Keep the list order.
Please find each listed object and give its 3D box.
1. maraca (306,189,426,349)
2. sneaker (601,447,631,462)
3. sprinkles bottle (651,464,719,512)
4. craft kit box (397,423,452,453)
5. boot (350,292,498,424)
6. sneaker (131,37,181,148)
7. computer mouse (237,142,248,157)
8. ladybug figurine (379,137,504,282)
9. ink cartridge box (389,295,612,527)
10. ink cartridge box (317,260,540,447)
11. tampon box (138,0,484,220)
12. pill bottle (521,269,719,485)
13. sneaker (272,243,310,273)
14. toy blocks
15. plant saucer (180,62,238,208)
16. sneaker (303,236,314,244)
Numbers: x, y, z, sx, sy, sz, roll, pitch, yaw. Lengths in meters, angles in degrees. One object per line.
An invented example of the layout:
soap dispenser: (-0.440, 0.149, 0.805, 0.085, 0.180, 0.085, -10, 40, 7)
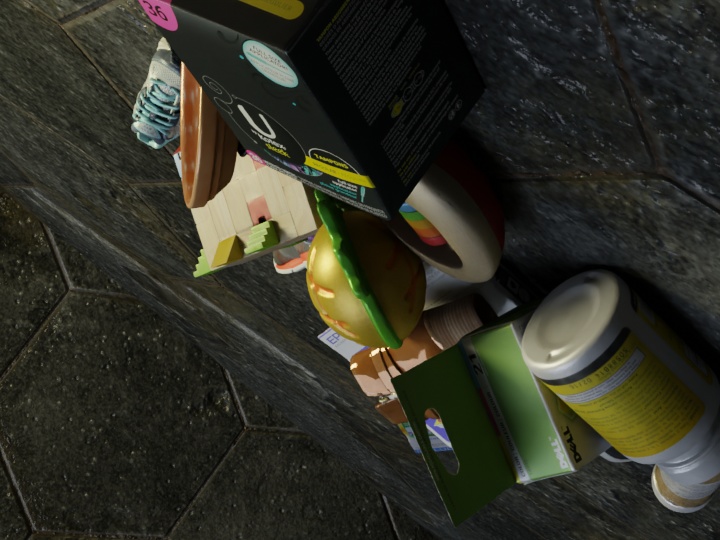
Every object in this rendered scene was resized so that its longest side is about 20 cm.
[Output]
maraca: (0.000, 0.000, 1.232, 0.137, 0.107, 0.200, 65, -176, 26)
sneaker: (0.279, 0.149, 1.357, 0.099, 0.071, 0.200, -6, 157, 38)
sprinkles bottle: (0.338, 0.194, 1.367, 0.068, 0.068, 0.200, 32, 166, 16)
craft kit box: (0.136, 0.149, 1.534, 0.199, 0.049, 0.198, -7, 155, 12)
boot: (0.096, 0.129, 1.336, 0.155, 0.077, 0.200, -28, 112, 26)
sneaker: (-0.194, -0.172, 1.393, 0.078, 0.086, 0.200, 35, 167, -1)
computer mouse: (-0.077, -0.177, 1.107, 0.044, 0.110, 0.200, 1, 163, -12)
ladybug figurine: (0.062, -0.066, 1.151, 0.136, 0.072, 0.200, 25, 164, 40)
ink cartridge box: (0.139, 0.121, 1.211, 0.076, 0.200, 0.148, -22, 91, 44)
ink cartridge box: (0.093, 0.070, 1.373, 0.200, 0.043, 0.198, 40, 127, -18)
tampon box: (-0.031, -0.157, 0.949, 0.150, 0.126, 0.200, 26, 163, 34)
pill bottle: (0.243, 0.099, 1.184, 0.200, 0.111, 0.111, 42, 166, -23)
sneaker: (-0.063, -0.048, 1.584, 0.082, 0.077, 0.200, 65, 161, -6)
toy blocks: (-0.103, -0.088, 1.351, 0.200, 0.100, 0.137, -19, 88, 38)
plant saucer: (-0.128, -0.152, 1.148, 0.037, 0.201, 0.200, 1, 172, -12)
sneaker: (-0.098, -0.093, 1.452, 0.200, 0.075, 0.100, 42, -175, 8)
